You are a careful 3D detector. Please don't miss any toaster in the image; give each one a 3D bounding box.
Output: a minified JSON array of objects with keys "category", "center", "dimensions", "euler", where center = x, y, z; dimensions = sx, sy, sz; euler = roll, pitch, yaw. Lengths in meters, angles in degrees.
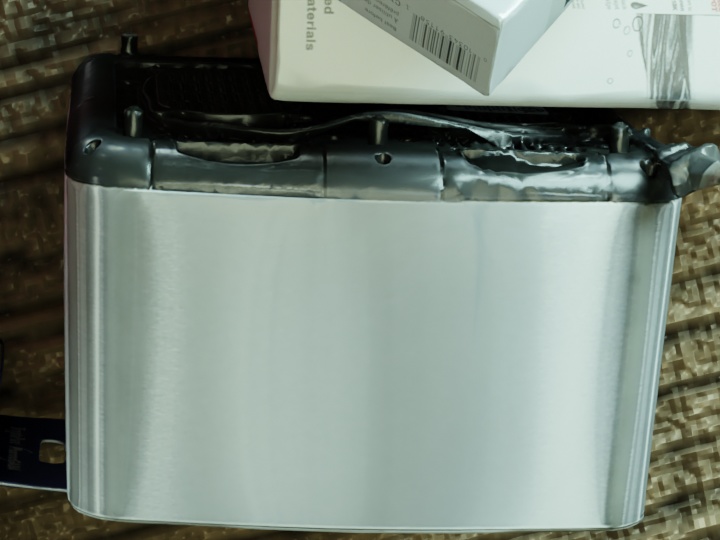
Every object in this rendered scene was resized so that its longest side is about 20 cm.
[{"category":"toaster","center":[0.000,0.000,0.855],"dimensions":[0.180,0.200,0.119],"euler":[1,103,-6]}]

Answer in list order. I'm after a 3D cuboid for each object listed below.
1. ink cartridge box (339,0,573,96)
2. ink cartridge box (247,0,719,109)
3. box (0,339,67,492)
[{"category":"ink cartridge box","center":[0.053,-0.145,0.768],"dimensions":[0.099,0.039,0.200],"euler":[34,64,15]},{"category":"ink cartridge box","center":[0.069,-0.103,0.856],"dimensions":[0.199,0.144,0.084],"euler":[2,105,-6]},{"category":"box","center":[-0.181,0.037,0.890],"dimensions":[0.199,0.121,0.033],"euler":[7,96,-7]}]
